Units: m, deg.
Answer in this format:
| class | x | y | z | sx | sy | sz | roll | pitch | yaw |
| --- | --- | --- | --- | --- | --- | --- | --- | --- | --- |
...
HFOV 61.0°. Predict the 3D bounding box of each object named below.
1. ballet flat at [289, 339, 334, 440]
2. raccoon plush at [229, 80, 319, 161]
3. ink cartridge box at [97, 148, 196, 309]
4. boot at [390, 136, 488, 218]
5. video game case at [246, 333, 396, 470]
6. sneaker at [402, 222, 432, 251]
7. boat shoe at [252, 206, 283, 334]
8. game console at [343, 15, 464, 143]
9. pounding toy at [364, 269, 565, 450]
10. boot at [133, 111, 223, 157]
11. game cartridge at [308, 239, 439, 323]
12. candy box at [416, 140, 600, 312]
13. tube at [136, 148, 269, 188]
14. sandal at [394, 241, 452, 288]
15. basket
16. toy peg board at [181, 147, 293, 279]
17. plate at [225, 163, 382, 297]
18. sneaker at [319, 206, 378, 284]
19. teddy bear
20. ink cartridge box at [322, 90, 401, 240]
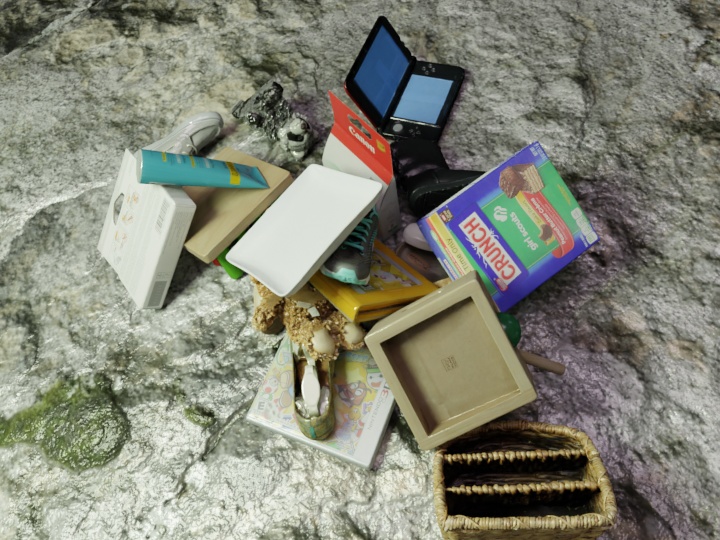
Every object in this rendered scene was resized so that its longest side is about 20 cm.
| class | x | y | z | sx | sy | sz | roll | pitch | yaw |
| --- | --- | --- | --- | --- | --- | --- | --- | --- | --- |
| ballet flat | -0.070 | 0.135 | 0.867 | 0.069 | 0.071 | 0.203 | -10 | 58 | 4 |
| raccoon plush | -0.159 | -0.284 | 1.173 | 0.097 | 0.134 | 0.200 | -48 | 29 | -2 |
| ink cartridge box | -0.357 | -0.069 | 1.008 | 0.176 | 0.044 | 0.202 | 43 | 118 | 32 |
| boot | 0.142 | -0.162 | 1.029 | 0.194 | 0.074 | 0.164 | -8 | 42 | -12 |
| video game case | -0.043 | 0.167 | 0.894 | 0.197 | 0.023 | 0.184 | 15 | 63 | 19 |
| sneaker | 0.165 | -0.075 | 0.955 | 0.196 | 0.086 | 0.073 | 2 | 26 | 5 |
| boat shoe | -0.139 | -0.002 | 0.969 | 0.064 | 0.072 | 0.204 | 6 | 88 | 42 |
| game console | 0.087 | -0.351 | 1.125 | 0.170 | 0.119 | 0.202 | 15 | 63 | 19 |
| pounding toy | 0.142 | 0.109 | 0.785 | 0.198 | 0.142 | 0.186 | -28 | 91 | 12 |
| boot | -0.334 | -0.214 | 1.157 | 0.198 | 0.074 | 0.096 | -32 | 64 | 1 |
| game cartridge | 0.000 | 0.000 | 0.906 | 0.174 | 0.033 | 0.200 | -6 | 36 | -40 |
| candy box | 0.208 | -0.056 | 0.871 | 0.199 | 0.077 | 0.170 | -35 | 91 | -8 |
| tube | -0.247 | -0.154 | 0.961 | 0.197 | 0.051 | 0.078 | 1 | 39 | -31 |
| sandal | 0.129 | 0.009 | 0.938 | 0.199 | 0.054 | 0.080 | 36 | 71 | 27 |
| basket | 0.186 | 0.245 | 0.731 | 0.196 | 0.150 | 0.145 | -4 | 58 | 9 |
| toy peg board | -0.227 | -0.093 | 1.058 | 0.198 | 0.098 | 0.200 | 26 | 65 | 40 |
| plate | -0.078 | -0.057 | 0.854 | 0.200 | 0.032 | 0.199 | -48 | 36 | -12 |
| sneaker | -0.010 | -0.051 | 0.864 | 0.076 | 0.093 | 0.201 | 13 | 25 | -3 |
| teddy bear | -0.081 | 0.063 | 0.860 | 0.198 | 0.068 | 0.145 | 25 | 37 | 22 |
| ink cartridge box | -0.006 | -0.163 | 0.980 | 0.050 | 0.201 | 0.161 | -36 | 59 | -12 |
